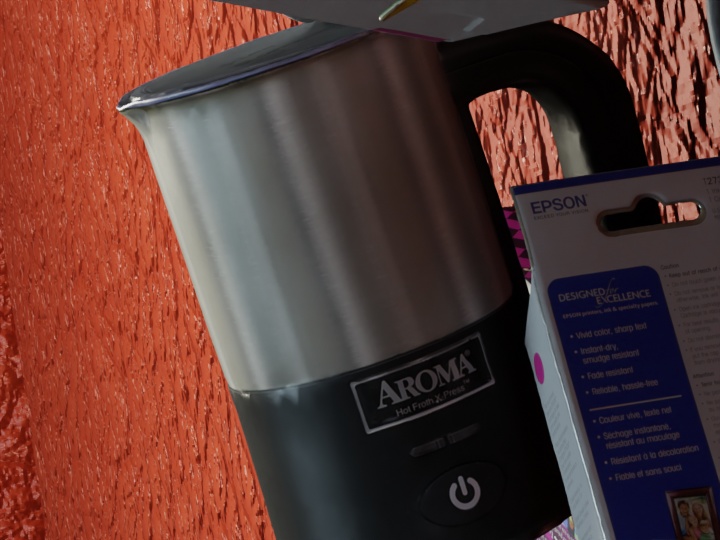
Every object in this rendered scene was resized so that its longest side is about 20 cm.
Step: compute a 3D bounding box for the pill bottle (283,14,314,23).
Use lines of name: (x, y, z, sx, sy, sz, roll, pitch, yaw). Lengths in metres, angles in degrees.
pill bottle: (0.011, -0.192, 1.030, 0.200, 0.109, 0.110, -50, 32, 12)

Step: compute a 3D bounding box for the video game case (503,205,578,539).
video game case: (0.085, 0.088, 1.229, 0.200, 0.036, 0.182, -134, 39, -65)

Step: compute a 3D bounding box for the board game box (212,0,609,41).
board game box: (0.004, -0.176, 0.870, 0.147, 0.064, 0.201, 3, -100, -61)

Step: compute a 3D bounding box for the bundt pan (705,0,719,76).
bundt pan: (0.157, -0.047, 0.758, 0.202, 0.075, 0.203, 162, 90, -81)

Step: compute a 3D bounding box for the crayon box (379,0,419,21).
crayon box: (0.081, -0.155, 0.773, 0.051, 0.127, 0.200, 51, 126, 4)

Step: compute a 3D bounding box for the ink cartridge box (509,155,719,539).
ink cartridge box: (0.115, 0.060, 0.986, 0.037, 0.094, 0.201, 114, 145, -65)

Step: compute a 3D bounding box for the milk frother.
milk frother: (0.000, 0.000, 1.091, 0.200, 0.180, 0.189, -3, 107, 57)
